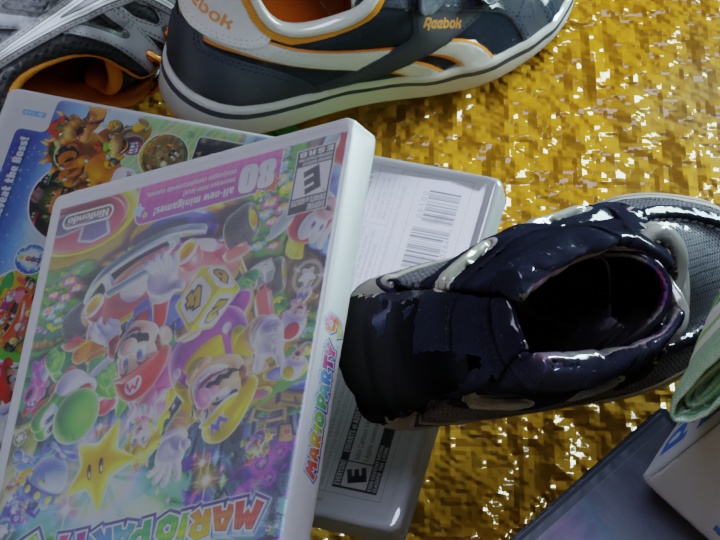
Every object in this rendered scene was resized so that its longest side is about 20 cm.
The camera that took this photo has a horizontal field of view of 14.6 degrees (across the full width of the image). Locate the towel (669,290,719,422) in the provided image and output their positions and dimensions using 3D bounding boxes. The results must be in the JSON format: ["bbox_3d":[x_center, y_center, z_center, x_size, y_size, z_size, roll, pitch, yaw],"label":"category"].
[{"bbox_3d":[0.173,-0.035,0.928,0.023,0.153,0.200,42,25,-1],"label":"towel"}]

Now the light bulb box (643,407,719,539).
[{"bbox_3d":[0.229,0.011,0.929,0.125,0.200,0.198,43,50,0],"label":"light bulb box"}]

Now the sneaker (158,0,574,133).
[{"bbox_3d":[0.014,-0.116,1.136,0.199,0.080,0.078,-22,55,-32],"label":"sneaker"}]

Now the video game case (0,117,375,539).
[{"bbox_3d":[-0.068,0.051,0.956,0.143,0.018,0.201,-13,56,36],"label":"video game case"}]

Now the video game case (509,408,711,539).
[{"bbox_3d":[0.080,0.156,0.921,0.200,0.019,0.143,-38,82,-28],"label":"video game case"}]

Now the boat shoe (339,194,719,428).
[{"bbox_3d":[0.093,0.012,0.985,0.199,0.075,0.093,-18,4,-41],"label":"boat shoe"}]

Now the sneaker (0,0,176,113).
[{"bbox_3d":[-0.093,-0.108,1.160,0.199,0.078,0.077,-21,74,-18],"label":"sneaker"}]

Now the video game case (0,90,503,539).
[{"bbox_3d":[-0.060,0.013,1.042,0.199,0.018,0.144,11,66,15],"label":"video game case"}]

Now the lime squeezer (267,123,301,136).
[{"bbox_3d":[0.000,0.000,1.079,0.070,0.038,0.201,-3,51,-6],"label":"lime squeezer"}]
